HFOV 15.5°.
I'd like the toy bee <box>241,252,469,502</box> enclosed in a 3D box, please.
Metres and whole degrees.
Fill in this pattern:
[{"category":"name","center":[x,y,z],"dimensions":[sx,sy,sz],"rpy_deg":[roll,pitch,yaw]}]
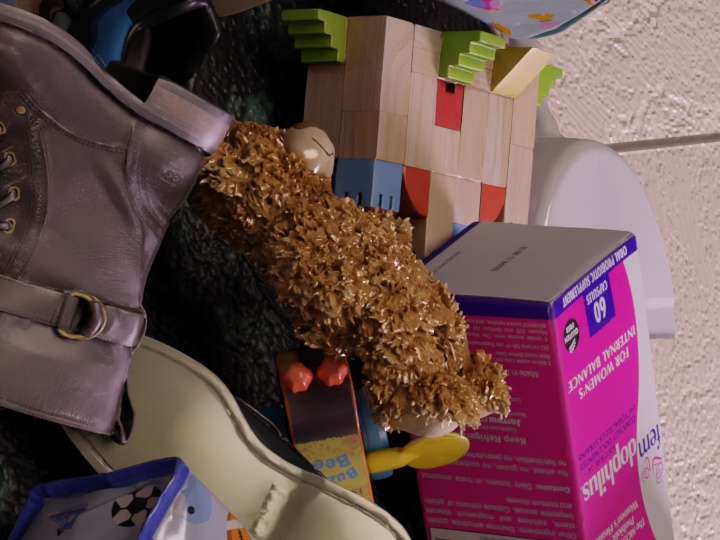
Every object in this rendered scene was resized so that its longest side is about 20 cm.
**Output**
[{"category":"toy bee","center":[-0.026,0.081,1.313],"dimensions":[0.131,0.109,0.200],"rpy_deg":[-32,85,-5]}]

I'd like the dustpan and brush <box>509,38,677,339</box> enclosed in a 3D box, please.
[{"category":"dustpan and brush","center":[0.118,-0.056,1.552],"dimensions":[0.140,0.057,0.200],"rpy_deg":[-1,85,-47]}]

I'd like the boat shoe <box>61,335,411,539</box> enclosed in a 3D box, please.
[{"category":"boat shoe","center":[-0.066,0.098,1.257],"dimensions":[0.199,0.066,0.075],"rpy_deg":[30,74,-4]}]

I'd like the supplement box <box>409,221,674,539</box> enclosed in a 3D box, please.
[{"category":"supplement box","center":[0.092,0.087,1.394],"dimensions":[0.101,0.103,0.200],"rpy_deg":[-37,124,-51]}]

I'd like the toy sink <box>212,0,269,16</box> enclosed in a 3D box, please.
[{"category":"toy sink","center":[-0.101,-0.213,1.301],"dimensions":[0.112,0.130,0.200],"rpy_deg":[-36,105,-45]}]

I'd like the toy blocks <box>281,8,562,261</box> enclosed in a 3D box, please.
[{"category":"toy blocks","center":[0.032,-0.058,1.437],"dimensions":[0.200,0.100,0.137],"rpy_deg":[10,83,-54]}]

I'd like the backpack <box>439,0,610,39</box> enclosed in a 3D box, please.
[{"category":"backpack","center":[0.085,-0.229,1.390],"dimensions":[0.153,0.176,0.200],"rpy_deg":[18,68,-31]}]

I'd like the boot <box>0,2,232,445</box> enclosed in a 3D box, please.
[{"category":"boot","center":[-0.159,-0.023,1.165],"dimensions":[0.200,0.069,0.174],"rpy_deg":[24,89,-24]}]

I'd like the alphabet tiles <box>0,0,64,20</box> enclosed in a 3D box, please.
[{"category":"alphabet tiles","center":[-0.198,-0.121,1.271],"dimensions":[0.167,0.008,0.200],"rpy_deg":[11,70,-44]}]

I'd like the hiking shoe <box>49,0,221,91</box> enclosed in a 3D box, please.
[{"category":"hiking shoe","center":[-0.128,-0.053,1.244],"dimensions":[0.074,0.087,0.200],"rpy_deg":[28,72,-40]}]

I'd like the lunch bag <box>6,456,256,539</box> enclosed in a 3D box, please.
[{"category":"lunch bag","center":[-0.106,0.214,1.179],"dimensions":[0.170,0.124,0.200],"rpy_deg":[47,47,-29]}]

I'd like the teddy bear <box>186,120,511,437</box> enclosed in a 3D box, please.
[{"category":"teddy bear","center":[0.000,0.000,1.269],"dimensions":[0.145,0.067,0.200],"rpy_deg":[4,45,-53]}]
